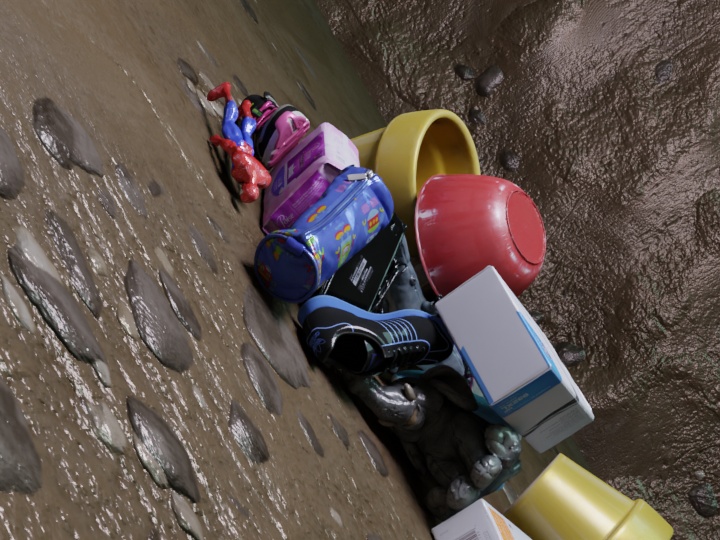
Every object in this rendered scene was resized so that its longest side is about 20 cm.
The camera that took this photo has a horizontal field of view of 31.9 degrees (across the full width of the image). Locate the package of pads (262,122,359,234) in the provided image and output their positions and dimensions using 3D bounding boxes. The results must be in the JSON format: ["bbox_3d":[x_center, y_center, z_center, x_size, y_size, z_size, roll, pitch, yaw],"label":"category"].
[{"bbox_3d":[-0.058,-0.101,1.538,0.076,0.120,0.200,43,13,-16],"label":"package of pads"}]

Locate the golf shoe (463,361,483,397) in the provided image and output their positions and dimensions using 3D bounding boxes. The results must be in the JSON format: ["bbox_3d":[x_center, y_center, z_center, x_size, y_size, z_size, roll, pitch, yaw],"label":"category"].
[{"bbox_3d":[0.170,0.198,1.645,0.075,0.090,0.203,-108,-158,-69],"label":"golf shoe"}]

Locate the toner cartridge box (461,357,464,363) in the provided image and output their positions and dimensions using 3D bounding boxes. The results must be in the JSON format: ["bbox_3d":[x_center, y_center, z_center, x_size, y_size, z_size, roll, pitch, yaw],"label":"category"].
[{"bbox_3d":[0.158,0.158,1.706,0.043,0.094,0.202,40,-33,56],"label":"toner cartridge box"}]

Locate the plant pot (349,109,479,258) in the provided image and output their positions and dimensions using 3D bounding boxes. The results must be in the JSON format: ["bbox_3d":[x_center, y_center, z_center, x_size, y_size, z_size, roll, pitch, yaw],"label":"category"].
[{"bbox_3d":[0.042,-0.112,1.741,0.200,0.187,0.204,6,83,-57],"label":"plant pot"}]

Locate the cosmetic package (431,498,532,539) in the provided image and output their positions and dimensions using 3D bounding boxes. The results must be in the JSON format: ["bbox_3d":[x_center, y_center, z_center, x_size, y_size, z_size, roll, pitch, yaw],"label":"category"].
[{"bbox_3d":[0.162,0.343,1.426,0.200,0.071,0.102,46,15,-55],"label":"cosmetic package"}]

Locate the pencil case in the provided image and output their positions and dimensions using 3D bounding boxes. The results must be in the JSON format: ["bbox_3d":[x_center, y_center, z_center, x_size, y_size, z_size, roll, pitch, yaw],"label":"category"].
[{"bbox_3d":[-0.034,-0.044,1.353,0.077,0.088,0.200,29,39,14],"label":"pencil case"}]

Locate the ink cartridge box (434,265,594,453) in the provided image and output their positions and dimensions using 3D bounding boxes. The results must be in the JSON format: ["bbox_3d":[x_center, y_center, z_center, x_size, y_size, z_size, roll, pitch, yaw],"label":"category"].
[{"bbox_3d":[0.179,0.106,1.444,0.146,0.083,0.200,61,9,32],"label":"ink cartridge box"}]

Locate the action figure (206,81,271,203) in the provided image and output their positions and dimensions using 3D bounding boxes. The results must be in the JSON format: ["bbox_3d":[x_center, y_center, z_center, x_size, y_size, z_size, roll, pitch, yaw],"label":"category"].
[{"bbox_3d":[-0.141,-0.142,1.467,0.065,0.051,0.201,45,15,-37],"label":"action figure"}]

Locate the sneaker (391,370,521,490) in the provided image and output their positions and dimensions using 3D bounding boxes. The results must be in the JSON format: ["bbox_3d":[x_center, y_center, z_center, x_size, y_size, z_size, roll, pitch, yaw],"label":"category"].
[{"bbox_3d":[0.107,0.213,1.584,0.199,0.132,0.079,25,22,39],"label":"sneaker"}]

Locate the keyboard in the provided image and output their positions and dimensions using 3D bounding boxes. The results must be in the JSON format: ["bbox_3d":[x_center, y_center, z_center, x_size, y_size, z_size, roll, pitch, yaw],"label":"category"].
[{"bbox_3d":[-0.006,0.011,1.464,0.104,0.039,0.202,48,54,-33],"label":"keyboard"}]

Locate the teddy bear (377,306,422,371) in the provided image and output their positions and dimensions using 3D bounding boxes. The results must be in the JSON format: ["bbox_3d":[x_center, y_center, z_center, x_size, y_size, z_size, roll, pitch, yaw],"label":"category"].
[{"bbox_3d":[0.053,0.095,1.707,0.146,0.066,0.202,-93,160,-62],"label":"teddy bear"}]

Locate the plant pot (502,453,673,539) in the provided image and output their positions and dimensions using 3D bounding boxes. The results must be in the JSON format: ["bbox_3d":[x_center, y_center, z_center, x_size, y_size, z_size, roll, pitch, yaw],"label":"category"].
[{"bbox_3d":[0.307,0.370,1.779,0.189,0.201,0.201,45,7,12],"label":"plant pot"}]

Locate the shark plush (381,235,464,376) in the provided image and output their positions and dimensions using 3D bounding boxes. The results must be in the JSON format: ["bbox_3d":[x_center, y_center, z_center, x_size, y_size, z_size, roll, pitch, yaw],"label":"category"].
[{"bbox_3d":[0.078,0.040,1.577,0.090,0.082,0.203,-23,110,-47],"label":"shark plush"}]

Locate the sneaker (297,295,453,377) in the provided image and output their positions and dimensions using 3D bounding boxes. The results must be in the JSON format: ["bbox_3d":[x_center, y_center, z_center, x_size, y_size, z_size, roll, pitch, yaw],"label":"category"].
[{"bbox_3d":[0.025,0.085,1.377,0.198,0.071,0.078,11,35,-29],"label":"sneaker"}]

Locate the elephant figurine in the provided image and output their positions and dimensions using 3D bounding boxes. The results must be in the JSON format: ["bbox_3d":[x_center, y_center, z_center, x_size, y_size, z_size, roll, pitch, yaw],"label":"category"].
[{"bbox_3d":[0.084,0.172,1.444,0.200,0.141,0.156,45,-24,19],"label":"elephant figurine"}]

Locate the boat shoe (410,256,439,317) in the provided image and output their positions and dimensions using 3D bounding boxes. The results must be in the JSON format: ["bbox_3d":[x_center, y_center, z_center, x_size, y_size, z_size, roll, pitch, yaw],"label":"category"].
[{"bbox_3d":[0.111,0.051,1.707,0.064,0.073,0.201,62,7,35],"label":"boat shoe"}]

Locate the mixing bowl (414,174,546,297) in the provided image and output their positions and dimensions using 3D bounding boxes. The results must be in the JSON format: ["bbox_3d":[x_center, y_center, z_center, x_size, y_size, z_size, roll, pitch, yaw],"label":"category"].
[{"bbox_3d":[0.169,-0.041,1.611,0.199,0.107,0.203,28,54,-47],"label":"mixing bowl"}]

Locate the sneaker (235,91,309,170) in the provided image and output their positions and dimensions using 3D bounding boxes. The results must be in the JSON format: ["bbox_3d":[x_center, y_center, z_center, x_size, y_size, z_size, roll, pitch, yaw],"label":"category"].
[{"bbox_3d":[-0.120,-0.183,1.584,0.088,0.074,0.200,48,-7,-3],"label":"sneaker"}]
